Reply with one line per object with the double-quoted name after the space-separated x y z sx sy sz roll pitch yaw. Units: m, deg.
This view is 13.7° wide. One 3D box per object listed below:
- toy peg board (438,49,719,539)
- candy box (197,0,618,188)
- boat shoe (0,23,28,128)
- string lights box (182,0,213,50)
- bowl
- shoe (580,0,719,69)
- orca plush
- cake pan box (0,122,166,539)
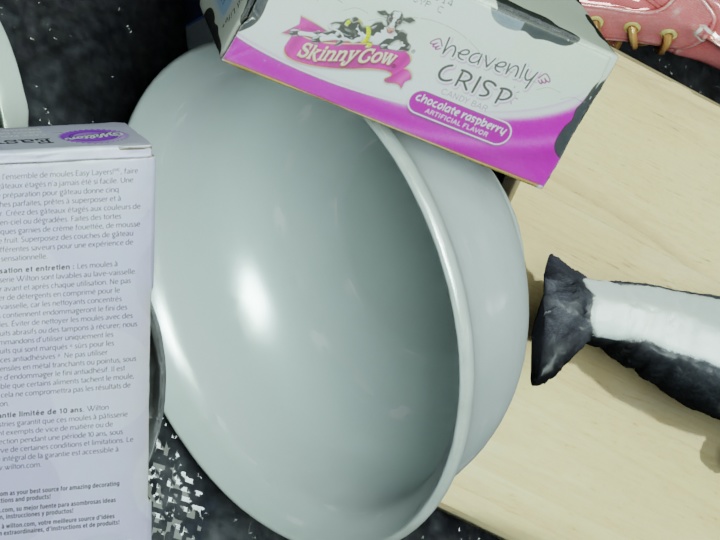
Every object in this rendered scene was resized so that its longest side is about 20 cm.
0.124 0.036 1.282 0.199 0.098 0.200 26 83 -13 "toy peg board"
0.001 -0.120 1.114 0.136 0.200 0.061 21 111 -23 "candy box"
-0.148 -0.008 1.138 0.060 0.076 0.201 -15 77 -34 "boat shoe"
-0.025 -0.174 1.252 0.102 0.059 0.201 -2 81 -32 "string lights box"
0.000 0.000 1.155 0.090 0.201 0.202 -21 92 -39 "bowl"
0.118 -0.116 1.277 0.091 0.071 0.200 -43 89 3 "shoe"
0.159 0.059 1.199 0.199 0.105 0.071 8 119 -18 "orca plush"
-0.165 0.043 1.060 0.199 0.052 0.185 -5 109 -17 "cake pan box"
